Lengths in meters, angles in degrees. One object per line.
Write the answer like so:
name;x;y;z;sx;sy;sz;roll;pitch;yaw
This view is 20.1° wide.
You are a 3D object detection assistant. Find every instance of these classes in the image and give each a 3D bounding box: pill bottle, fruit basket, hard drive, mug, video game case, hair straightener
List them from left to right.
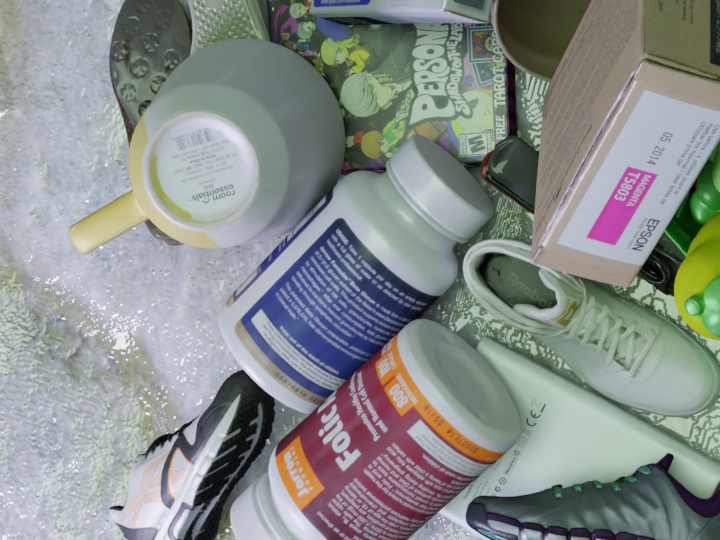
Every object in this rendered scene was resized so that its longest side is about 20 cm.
mug;-0.103;-0.066;1.441;0.149;0.153;0.187;29;104;2
pill bottle;0.000;0.000;1.467;0.200;0.111;0.111;-46;78;18
pill bottle;0.007;0.138;1.447;0.200;0.114;0.114;-44;78;19
video game case;0.024;-0.173;1.510;0.180;0.036;0.201;-2;89;17
hard drive;0.148;0.152;1.474;0.199;0.027;0.132;29;97;15
hair straightener;0.171;-0.024;1.428;0.200;0.077;0.041;41;85;0
fruit basket;0.283;-0.016;1.347;0.155;0.215;0.216;-42;79;12

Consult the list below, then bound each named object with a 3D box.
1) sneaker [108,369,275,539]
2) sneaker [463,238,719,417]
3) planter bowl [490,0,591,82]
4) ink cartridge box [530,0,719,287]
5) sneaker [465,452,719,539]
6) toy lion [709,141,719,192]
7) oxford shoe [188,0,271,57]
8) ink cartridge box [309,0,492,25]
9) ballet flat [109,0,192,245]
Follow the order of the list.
sneaker;-0.131;0.144;1.510;0.080;0.074;0.200;43;122;21
sneaker;0.158;0.043;1.427;0.199;0.116;0.074;30;96;13
planter bowl;0.169;-0.244;1.403;0.199;0.200;0.135;-27;55;14
ink cartridge box;0.180;-0.115;1.314;0.075;0.165;0.200;16;139;-9
sneaker;0.177;0.166;1.425;0.199;0.074;0.088;11;79;7
toy lion;0.311;-0.109;1.307;0.190;0.069;0.201;-3;64;-4
oxford shoe;-0.095;-0.177;1.535;0.075;0.058;0.201;-9;92;22
ink cartridge box;0.043;-0.270;1.404;0.043;0.198;0.201;11;91;-28
ballet flat;-0.151;-0.118;1.561;0.067;0.046;0.201;-9;83;4
